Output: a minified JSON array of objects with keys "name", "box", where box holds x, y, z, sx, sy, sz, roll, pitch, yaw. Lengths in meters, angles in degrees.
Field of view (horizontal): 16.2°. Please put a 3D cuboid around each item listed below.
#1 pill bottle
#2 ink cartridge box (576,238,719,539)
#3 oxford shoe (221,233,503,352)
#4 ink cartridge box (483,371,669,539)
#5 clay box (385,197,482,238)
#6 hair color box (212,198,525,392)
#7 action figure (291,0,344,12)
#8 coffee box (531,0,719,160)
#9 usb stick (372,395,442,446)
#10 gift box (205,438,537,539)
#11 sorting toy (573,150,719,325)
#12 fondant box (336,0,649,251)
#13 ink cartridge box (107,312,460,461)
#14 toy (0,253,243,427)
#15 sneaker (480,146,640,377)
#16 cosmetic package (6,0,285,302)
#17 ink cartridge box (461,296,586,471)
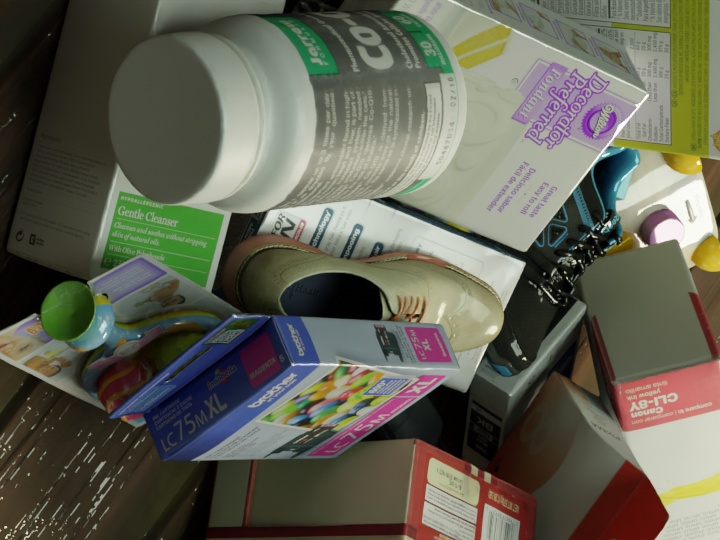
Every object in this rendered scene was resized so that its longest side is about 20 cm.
[{"name":"pill bottle","box":[-0.041,-0.092,1.455,0.200,0.113,0.113,-9,110,-48]},{"name":"ink cartridge box","box":[0.223,0.103,1.856,0.083,0.145,0.200,-15,127,1]},{"name":"oxford shoe","box":[0.013,0.027,1.592,0.200,0.074,0.071,7,104,-29]},{"name":"ink cartridge box","box":[0.125,0.179,1.731,0.050,0.200,0.162,31,103,-17]},{"name":"clay box","box":[0.055,-0.037,1.760,0.115,0.048,0.200,-43,125,-40]},{"name":"hair color box","box":[0.000,0.000,1.656,0.200,0.061,0.100,22,96,-32]},{"name":"action figure","box":[0.014,-0.230,1.618,0.200,0.069,0.130,-53,177,19]},{"name":"coffee box","box":[0.204,-0.212,1.744,0.200,0.197,0.200,-43,134,-54]},{"name":"usb stick","box":[0.007,0.067,1.766,0.056,0.033,0.200,-58,138,-27]},{"name":"gift box","box":[0.000,0.200,1.693,0.184,0.186,0.200,36,55,-47]},{"name":"sorting toy","box":[0.169,-0.022,1.900,0.180,0.107,0.200,-34,129,-14]},{"name":"fondant box","box":[0.064,-0.110,1.627,0.200,0.058,0.144,20,120,-32]},{"name":"ink cartridge box","box":[-0.044,0.072,1.522,0.200,0.119,0.042,8,53,-51]},{"name":"toy","box":[-0.128,0.058,1.518,0.115,0.047,0.200,-28,151,13]},{"name":"sneaker","box":[0.134,-0.020,1.755,0.073,0.082,0.200,46,54,-50]},{"name":"cosmetic package","box":[-0.127,-0.092,1.511,0.108,0.085,0.200,10,96,-48]},{"name":"ink cartridge box","box":[0.117,0.101,1.870,0.099,0.039,0.200,-48,159,-27]}]
